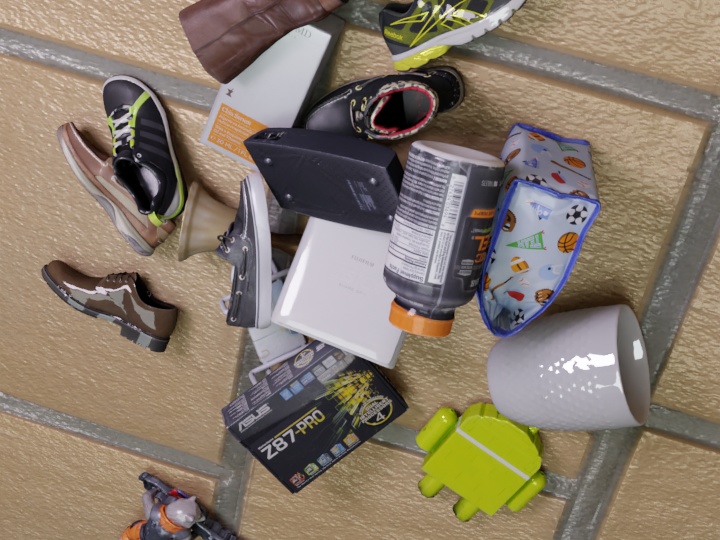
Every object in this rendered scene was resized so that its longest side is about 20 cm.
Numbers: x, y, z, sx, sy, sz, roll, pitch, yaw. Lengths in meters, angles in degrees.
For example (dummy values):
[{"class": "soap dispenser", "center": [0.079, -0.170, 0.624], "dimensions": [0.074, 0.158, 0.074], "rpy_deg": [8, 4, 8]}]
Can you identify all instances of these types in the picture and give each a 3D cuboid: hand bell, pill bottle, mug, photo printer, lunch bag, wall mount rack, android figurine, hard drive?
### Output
[{"class": "hand bell", "center": [-0.125, -0.043, 1.475], "dimensions": [0.198, 0.104, 0.105], "rpy_deg": [12, 119, -2]}, {"class": "pill bottle", "center": [0.084, -0.031, 1.247], "dimensions": [0.105, 0.106, 0.202], "rpy_deg": [14, 104, 7]}, {"class": "mug", "center": [0.264, 0.139, 1.444], "dimensions": [0.174, 0.149, 0.200], "rpy_deg": [-10, 144, 27]}, {"class": "photo printer", "center": [0.000, 0.000, 1.427], "dimensions": [0.165, 0.069, 0.201], "rpy_deg": [22, 86, 1]}, {"class": "lunch bag", "center": [0.189, -0.044, 1.341], "dimensions": [0.123, 0.170, 0.201], "rpy_deg": [16, 121, 0]}, {"class": "wall mount rack", "center": [-0.085, 0.064, 1.525], "dimensions": [0.173, 0.075, 0.201], "rpy_deg": [-24, 113, -11]}, {"class": "android figurine", "center": [0.168, 0.255, 1.573], "dimensions": [0.181, 0.041, 0.200], "rpy_deg": [33, 120, -4]}, {"class": "hard drive", "center": [-0.028, -0.105, 1.329], "dimensions": [0.199, 0.042, 0.135], "rpy_deg": [14, 150, 32]}]

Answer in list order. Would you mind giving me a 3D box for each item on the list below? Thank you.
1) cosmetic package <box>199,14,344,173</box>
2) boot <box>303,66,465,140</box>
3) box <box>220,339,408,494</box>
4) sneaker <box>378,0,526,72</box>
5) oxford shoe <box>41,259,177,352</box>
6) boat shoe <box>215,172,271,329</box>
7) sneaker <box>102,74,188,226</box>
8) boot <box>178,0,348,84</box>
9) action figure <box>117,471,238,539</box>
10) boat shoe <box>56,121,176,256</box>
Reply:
[{"class": "cosmetic package", "center": [-0.107, -0.225, 1.380], "dimensions": [0.101, 0.071, 0.201], "rpy_deg": [26, 119, 0]}, {"class": "boot", "center": [0.011, -0.182, 1.320], "dimensions": [0.202, 0.154, 0.074], "rpy_deg": [-13, 102, 17]}, {"class": "box", "center": [-0.058, 0.183, 1.525], "dimensions": [0.199, 0.049, 0.161], "rpy_deg": [-36, 123, 4]}, {"class": "sneaker", "center": [0.104, -0.297, 1.289], "dimensions": [0.199, 0.075, 0.085], "rpy_deg": [-27, 107, 24]}, {"class": "oxford shoe", "center": [-0.338, 0.028, 1.576], "dimensions": [0.199, 0.073, 0.085], "rpy_deg": [27, 103, -3]}, {"class": "boat shoe", "center": [-0.145, -0.021, 1.414], "dimensions": [0.066, 0.070, 0.201], "rpy_deg": [-4, 116, -11]}, {"class": "sneaker", "center": [-0.273, -0.152, 1.426], "dimensions": [0.071, 0.083, 0.201], "rpy_deg": [-27, 85, 23]}, {"class": "boot", "center": [-0.138, -0.318, 1.257], "dimensions": [0.199, 0.064, 0.187], "rpy_deg": [-24, 108, 30]}, {"class": "action figure", "center": [-0.276, 0.407, 1.728], "dimensions": [0.199, 0.105, 0.194], "rpy_deg": [32, 129, -1]}, {"class": "boat shoe", "center": [-0.314, -0.114, 1.494], "dimensions": [0.072, 0.076, 0.201], "rpy_deg": [-36, 108, -1]}]
